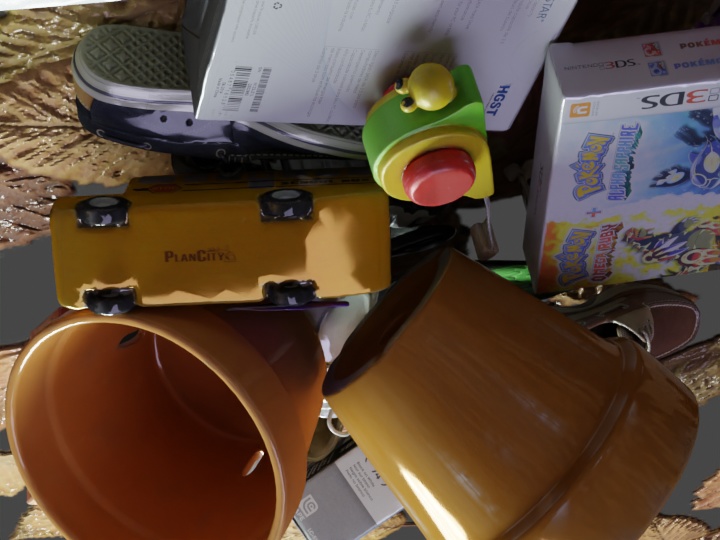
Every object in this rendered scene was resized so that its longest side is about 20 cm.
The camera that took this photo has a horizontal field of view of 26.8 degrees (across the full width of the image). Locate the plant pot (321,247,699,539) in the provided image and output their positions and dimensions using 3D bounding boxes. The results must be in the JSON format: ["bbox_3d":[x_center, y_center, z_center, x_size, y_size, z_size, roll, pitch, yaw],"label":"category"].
[{"bbox_3d":[0.081,0.091,0.964,0.183,0.201,0.200,42,127,-9],"label":"plant pot"}]

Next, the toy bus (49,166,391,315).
[{"bbox_3d":[-0.081,-0.021,0.900,0.197,0.078,0.066,-3,111,-2],"label":"toy bus"}]

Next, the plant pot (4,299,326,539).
[{"bbox_3d":[-0.108,0.087,0.979,0.198,0.140,0.202,11,119,21],"label":"plant pot"}]

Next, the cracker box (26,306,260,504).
[{"bbox_3d":[-0.149,0.114,1.134,0.198,0.136,0.058,13,150,-33],"label":"cracker box"}]

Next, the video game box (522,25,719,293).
[{"bbox_3d":[0.196,-0.067,0.922,0.180,0.047,0.201,-6,146,-2],"label":"video game box"}]

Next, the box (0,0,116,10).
[{"bbox_3d":[-0.204,-0.196,0.736,0.197,0.049,0.159,-7,147,-8],"label":"box"}]

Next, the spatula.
[{"bbox_3d":[0.000,0.000,0.964,0.056,0.021,0.199,-1,-162,42],"label":"spatula"}]

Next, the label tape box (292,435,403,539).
[{"bbox_3d":[0.045,0.128,1.154,0.199,0.064,0.144,-35,180,9],"label":"label tape box"}]

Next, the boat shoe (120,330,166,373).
[{"bbox_3d":[-0.095,0.038,1.100,0.197,0.075,0.066,-1,143,-18],"label":"boat shoe"}]

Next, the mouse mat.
[{"bbox_3d":[0.097,0.010,1.104,0.159,0.008,0.200,1,170,-19],"label":"mouse mat"}]

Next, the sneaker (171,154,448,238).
[{"bbox_3d":[-0.041,-0.043,1.003,0.198,0.067,0.091,7,140,-31],"label":"sneaker"}]

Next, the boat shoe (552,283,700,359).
[{"bbox_3d":[0.197,0.060,1.192,0.198,0.072,0.077,-12,112,-29],"label":"boat shoe"}]

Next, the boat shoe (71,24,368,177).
[{"bbox_3d":[-0.077,-0.097,0.906,0.197,0.075,0.062,8,141,-17],"label":"boat shoe"}]

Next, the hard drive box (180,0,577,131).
[{"bbox_3d":[0.012,-0.157,0.840,0.197,0.078,0.156,1,145,-19],"label":"hard drive box"}]

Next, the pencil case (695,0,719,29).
[{"bbox_3d":[0.250,-0.196,0.865,0.084,0.085,0.201,11,145,7],"label":"pencil case"}]

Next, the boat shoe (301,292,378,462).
[{"bbox_3d":[-0.019,0.074,1.057,0.074,0.087,0.203,-13,147,-28],"label":"boat shoe"}]

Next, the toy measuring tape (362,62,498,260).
[{"bbox_3d":[0.041,-0.055,0.875,0.073,0.074,0.201,-13,152,2],"label":"toy measuring tape"}]

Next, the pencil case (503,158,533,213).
[{"bbox_3d":[0.203,-0.068,1.037,0.198,0.090,0.078,-19,-170,12],"label":"pencil case"}]
